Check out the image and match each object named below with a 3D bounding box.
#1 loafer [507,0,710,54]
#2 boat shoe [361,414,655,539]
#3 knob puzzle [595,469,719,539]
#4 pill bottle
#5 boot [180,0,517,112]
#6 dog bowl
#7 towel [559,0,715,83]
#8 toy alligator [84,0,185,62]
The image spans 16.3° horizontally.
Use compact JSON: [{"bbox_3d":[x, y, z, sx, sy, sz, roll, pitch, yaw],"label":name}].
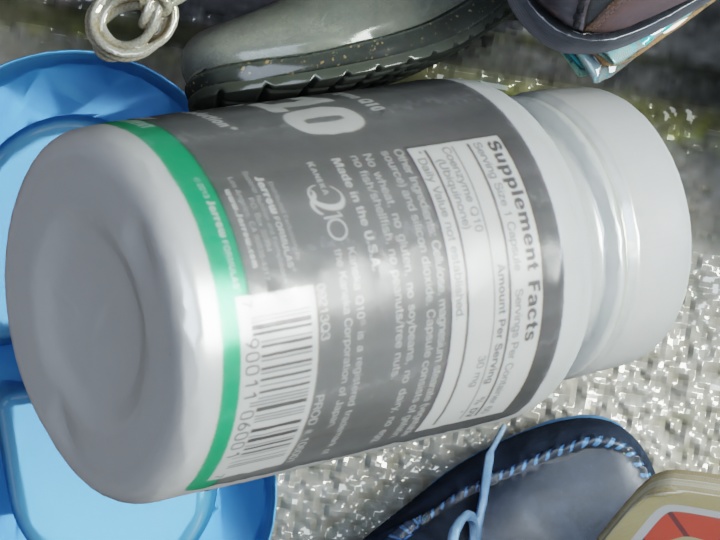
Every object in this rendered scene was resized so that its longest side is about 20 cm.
[{"bbox_3d":[0.132,-0.135,0.770,0.200,0.063,0.072,-35,83,-15],"label":"loafer"},{"bbox_3d":[0.021,0.126,0.852,0.200,0.069,0.084,-40,93,0],"label":"boat shoe"},{"bbox_3d":[0.143,0.144,0.797,0.218,0.031,0.221,13,133,14],"label":"knob puzzle"},{"bbox_3d":[0.000,0.000,0.788,0.199,0.113,0.114,-10,93,-35],"label":"pill bottle"},{"bbox_3d":[0.013,-0.134,0.839,0.199,0.068,0.131,-22,90,-19],"label":"boot"},{"bbox_3d":[-0.090,0.027,0.854,0.111,0.050,0.201,-8,92,-2],"label":"dog bowl"},{"bbox_3d":[0.109,-0.173,0.820,0.200,0.022,0.147,-36,84,-14],"label":"towel"},{"bbox_3d":[-0.006,-0.130,0.763,0.200,0.054,0.059,-37,83,2],"label":"toy alligator"}]
